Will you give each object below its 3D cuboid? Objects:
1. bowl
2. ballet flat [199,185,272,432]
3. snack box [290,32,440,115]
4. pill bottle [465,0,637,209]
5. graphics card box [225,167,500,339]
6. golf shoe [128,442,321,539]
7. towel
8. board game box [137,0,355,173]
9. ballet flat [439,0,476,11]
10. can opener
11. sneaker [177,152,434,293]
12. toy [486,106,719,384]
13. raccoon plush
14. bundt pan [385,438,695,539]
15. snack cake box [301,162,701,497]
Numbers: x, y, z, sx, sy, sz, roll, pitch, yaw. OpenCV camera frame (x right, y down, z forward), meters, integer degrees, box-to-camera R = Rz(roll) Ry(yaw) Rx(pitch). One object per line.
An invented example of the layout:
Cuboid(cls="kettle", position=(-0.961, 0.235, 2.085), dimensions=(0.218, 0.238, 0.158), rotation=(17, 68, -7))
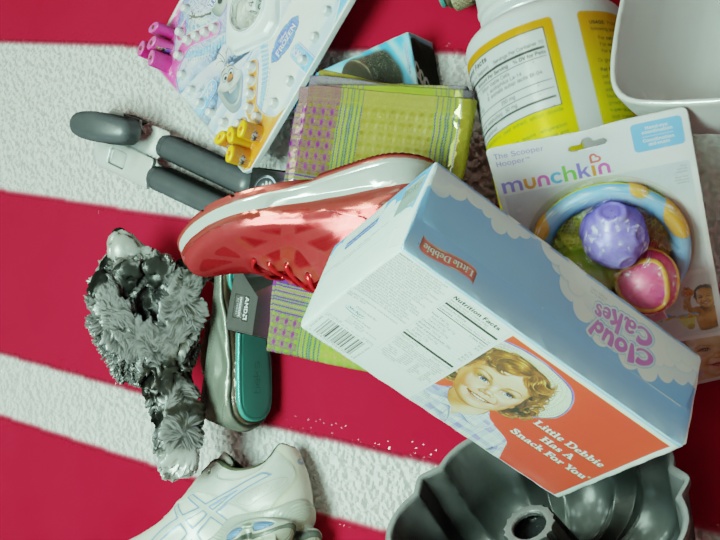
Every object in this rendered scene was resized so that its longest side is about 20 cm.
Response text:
Cuboid(cls="bowl", position=(0.258, -0.161, 0.773), dimensions=(0.199, 0.075, 0.201), rotation=(-2, 59, 35))
Cuboid(cls="ballet flat", position=(-0.099, 0.025, 1.052), dimensions=(0.063, 0.067, 0.202), rotation=(2, 87, 43))
Cuboid(cls="snack box", position=(0.015, -0.062, 0.993), dimensions=(0.116, 0.037, 0.201), rotation=(-18, 75, 34))
Cuboid(cls="pill bottle", position=(0.132, -0.102, 0.867), dimensions=(0.109, 0.109, 0.201), rotation=(-20, 74, 33))
Cuboid(cls="graphics card box", position=(0.000, 0.000, 0.944), dimensions=(0.199, 0.051, 0.126), rotation=(12, 93, 36))
Cuboid(cls="golf shoe", position=(-0.116, 0.197, 1.056), dimensions=(0.199, 0.078, 0.098), rotation=(-19, 58, 28))
Cuboid(cls="towel", position=(0.006, -0.034, 0.900), dimensions=(0.143, 0.023, 0.202), rotation=(9, 91, 34))
Cuboid(cls="board game box", position=(-0.092, -0.212, 1.069), dimensions=(0.201, 0.026, 0.200), rotation=(-58, 46, 17))
Cuboid(cls="ballet flat", position=(0.056, -0.287, 0.978), dimensions=(0.075, 0.068, 0.201), rotation=(-27, 75, 8))
Cuboid(cls="can opener", position=(-0.167, -0.088, 1.111), dimensions=(0.199, 0.067, 0.054), rotation=(25, 101, 36))
Cuboid(cls="sneaker", position=(-0.034, 0.003, 0.865), dimensions=(0.199, 0.078, 0.116), rotation=(-18, 75, 34))
Cuboid(cls="toy", position=(0.153, 0.010, 0.787), dimensions=(0.114, 0.201, 0.047), rotation=(-11, 37, 13))
Cuboid(cls="raccoon plush", position=(-0.179, 0.065, 1.069), dimensions=(0.134, 0.096, 0.202), rotation=(165, 107, -74))
Cuboid(cls="bundt pan", position=(0.116, 0.181, 0.824), dimensions=(0.201, 0.076, 0.202), rotation=(-20, 32, 13))
Cuboid(cls="snack cake box", position=(0.081, 0.040, 0.762), dimensions=(0.115, 0.199, 0.067), rotation=(-38, 23, 49))
